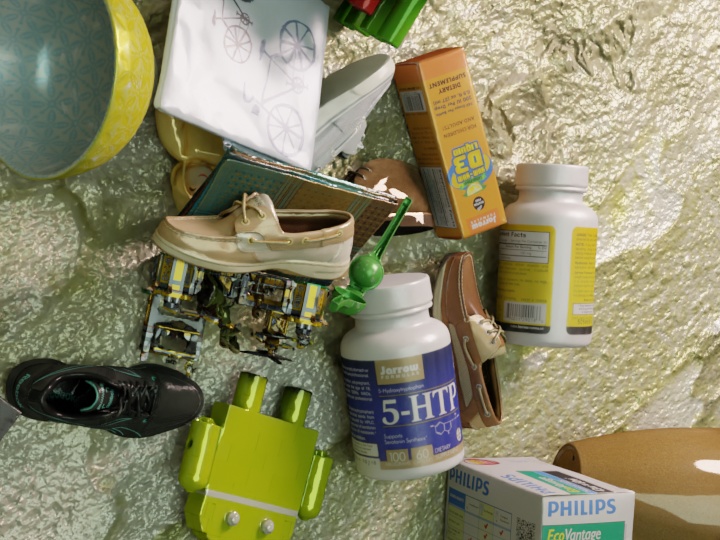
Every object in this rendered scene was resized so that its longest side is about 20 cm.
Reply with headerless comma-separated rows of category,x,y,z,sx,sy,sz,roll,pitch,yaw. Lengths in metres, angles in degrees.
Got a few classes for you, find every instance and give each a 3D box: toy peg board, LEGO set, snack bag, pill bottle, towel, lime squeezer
toy peg board,-0.020,-0.310,1.330,0.198,0.200,0.098,30,94,-27
LEGO set,-0.132,0.055,1.313,0.198,0.154,0.117,12,88,-25
snack bag,-0.113,-0.203,1.294,0.199,0.021,0.190,19,71,-42
pill bottle,0.210,-0.018,1.512,0.110,0.111,0.202,2,93,-28
towel,-0.079,-0.049,1.322,0.199,0.147,0.022,13,46,-33
pill bottle,0.041,0.110,1.425,0.119,0.119,0.202,-12,99,-27
lime squeezer,0.000,0.000,1.347,0.200,0.037,0.071,-54,154,-48

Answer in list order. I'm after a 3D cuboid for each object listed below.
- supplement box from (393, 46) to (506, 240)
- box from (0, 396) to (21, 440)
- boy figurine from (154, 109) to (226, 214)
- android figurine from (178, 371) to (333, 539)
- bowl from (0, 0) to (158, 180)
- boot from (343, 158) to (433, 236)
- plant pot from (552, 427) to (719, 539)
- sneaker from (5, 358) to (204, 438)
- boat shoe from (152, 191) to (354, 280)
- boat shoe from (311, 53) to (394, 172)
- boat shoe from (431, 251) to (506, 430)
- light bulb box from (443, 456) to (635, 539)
supplement box,0.098,-0.138,1.469,0.066,0.069,0.202,-22,105,-23
box,-0.420,0.107,1.157,0.200,0.148,0.125,41,74,-25
boy figurine,-0.152,-0.147,1.336,0.124,0.064,0.202,20,81,-31
android figurine,-0.110,0.211,1.380,0.181,0.041,0.202,24,76,-38
bowl,-0.250,-0.181,1.225,0.107,0.199,0.202,-2,95,-52
boot,-0.008,-0.078,1.414,0.199,0.073,0.076,-1,82,-42
plant pot,0.329,0.262,1.571,0.198,0.186,0.188,11,88,-15
sneaker,-0.238,0.128,1.298,0.198,0.079,0.076,5,90,-30
boat shoe,-0.096,-0.040,1.259,0.198,0.074,0.070,4,115,-30
boat shoe,-0.035,-0.146,1.402,0.201,0.070,0.072,-42,121,-15
boat shoe,0.126,0.079,1.482,0.076,0.073,0.202,-28,116,-61
light bulb box,0.188,0.321,1.473,0.124,0.198,0.202,2,93,-27
